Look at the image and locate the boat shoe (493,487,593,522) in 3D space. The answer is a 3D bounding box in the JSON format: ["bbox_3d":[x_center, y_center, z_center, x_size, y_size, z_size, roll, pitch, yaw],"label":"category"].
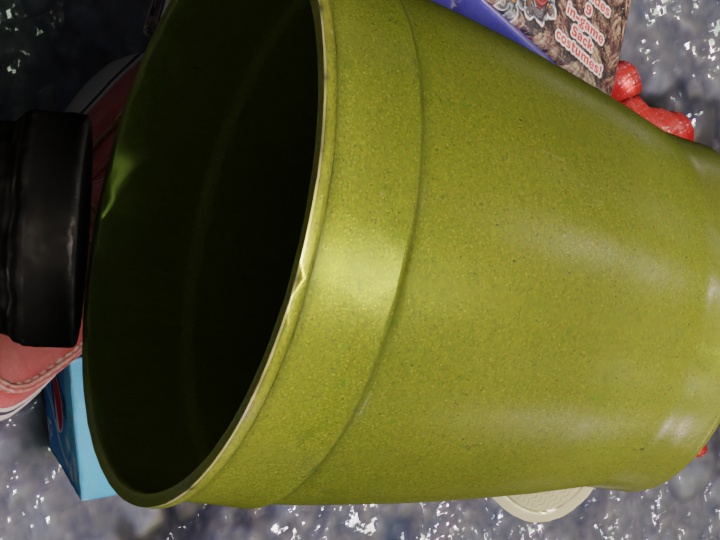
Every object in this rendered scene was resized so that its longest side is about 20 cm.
[{"bbox_3d":[0.039,0.029,1.270,0.072,0.068,0.200,-32,113,8],"label":"boat shoe"}]

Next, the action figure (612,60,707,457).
[{"bbox_3d":[0.147,-0.009,1.342,0.065,0.052,0.201,-27,116,-34],"label":"action figure"}]

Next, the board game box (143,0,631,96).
[{"bbox_3d":[0.026,-0.164,1.048,0.097,0.159,0.201,36,60,-42],"label":"board game box"}]

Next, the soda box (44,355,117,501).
[{"bbox_3d":[-0.035,0.042,1.176,0.199,0.064,0.068,-9,112,-16],"label":"soda box"}]

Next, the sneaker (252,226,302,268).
[{"bbox_3d":[0.000,0.000,1.087,0.200,0.114,0.076,-40,94,-18],"label":"sneaker"}]

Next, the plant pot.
[{"bbox_3d":[0.028,0.000,0.949,0.192,0.200,0.201,13,98,-25],"label":"plant pot"}]

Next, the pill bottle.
[{"bbox_3d":[-0.199,-0.020,0.975,0.199,0.112,0.112,4,106,-3],"label":"pill bottle"}]

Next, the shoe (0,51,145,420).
[{"bbox_3d":[-0.094,-0.021,1.077,0.072,0.091,0.200,58,44,-29],"label":"shoe"}]
